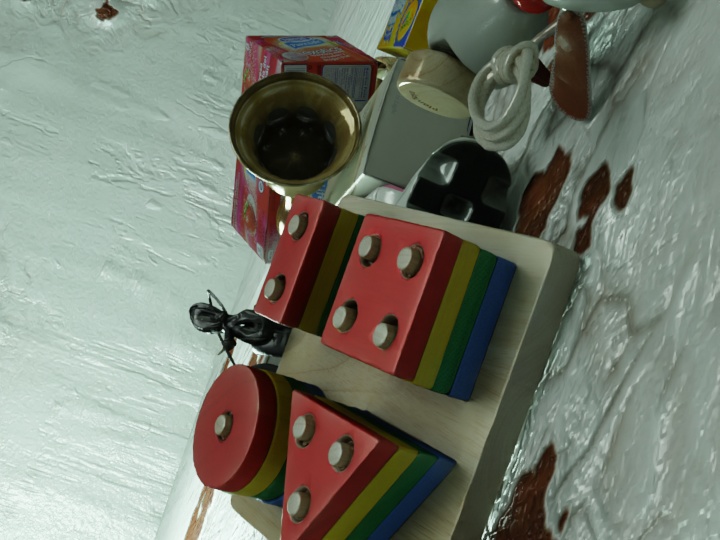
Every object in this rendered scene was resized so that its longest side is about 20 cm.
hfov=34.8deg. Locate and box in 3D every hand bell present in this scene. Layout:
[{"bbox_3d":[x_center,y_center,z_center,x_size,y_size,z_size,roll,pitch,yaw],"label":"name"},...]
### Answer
[{"bbox_3d":[-0.055,-0.068,0.979,0.200,0.104,0.104,97,-171,-64],"label":"hand bell"}]

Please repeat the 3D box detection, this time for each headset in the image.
[{"bbox_3d":[-0.041,0.069,0.768,0.094,0.200,0.124,3,66,37],"label":"headset"}]

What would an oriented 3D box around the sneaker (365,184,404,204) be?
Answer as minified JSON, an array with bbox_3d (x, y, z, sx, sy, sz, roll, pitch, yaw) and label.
[{"bbox_3d":[0.000,0.000,0.895,0.088,0.074,0.200,-66,12,-19],"label":"sneaker"}]

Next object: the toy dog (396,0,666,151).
[{"bbox_3d":[0.100,-0.127,0.617,0.132,0.096,0.200,-65,24,11],"label":"toy dog"}]

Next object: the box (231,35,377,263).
[{"bbox_3d":[-0.057,-0.117,1.095,0.095,0.099,0.201,45,134,53],"label":"box"}]

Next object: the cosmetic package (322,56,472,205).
[{"bbox_3d":[0.025,-0.087,0.952,0.200,0.073,0.104,136,152,-73],"label":"cosmetic package"}]

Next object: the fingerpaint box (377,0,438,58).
[{"bbox_3d":[0.083,-0.251,0.962,0.200,0.073,0.167,-113,44,-78],"label":"fingerpaint box"}]

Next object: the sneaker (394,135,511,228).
[{"bbox_3d":[0.033,0.009,0.717,0.200,0.074,0.089,-60,6,12],"label":"sneaker"}]

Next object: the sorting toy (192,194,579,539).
[{"bbox_3d":[-0.008,0.059,0.591,0.200,0.069,0.199,19,88,58],"label":"sorting toy"}]

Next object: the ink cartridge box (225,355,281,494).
[{"bbox_3d":[-0.056,0.109,0.928,0.200,0.067,0.117,112,179,-61],"label":"ink cartridge box"}]

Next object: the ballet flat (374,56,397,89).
[{"bbox_3d":[0.015,-0.137,1.148,0.071,0.065,0.200,122,165,-51],"label":"ballet flat"}]
